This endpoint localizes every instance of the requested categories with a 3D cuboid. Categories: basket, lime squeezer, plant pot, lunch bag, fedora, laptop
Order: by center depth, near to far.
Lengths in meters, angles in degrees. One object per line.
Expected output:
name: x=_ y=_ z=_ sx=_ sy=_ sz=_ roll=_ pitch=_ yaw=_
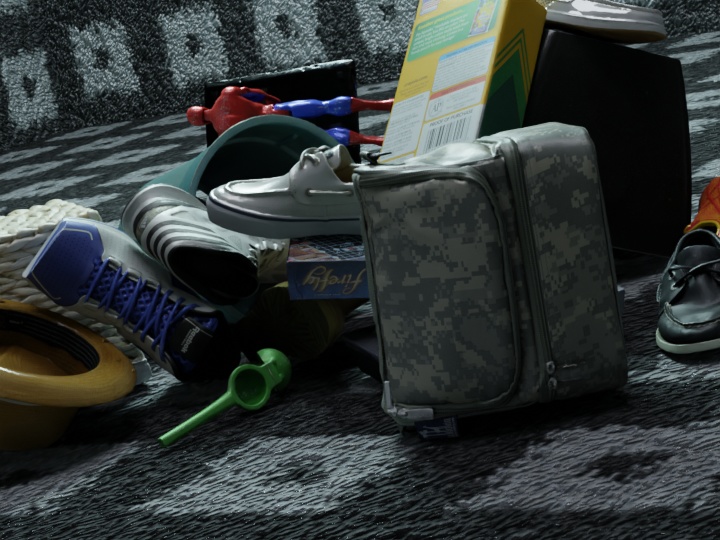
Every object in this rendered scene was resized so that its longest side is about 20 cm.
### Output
lunch bag: x=0.085 y=0.005 z=1.338 sx=0.167 sy=0.201 sz=0.139 roll=-9 pitch=8 yaw=-5
lime squeezer: x=-0.096 y=0.090 z=1.517 sx=0.070 sy=0.038 sz=0.200 roll=-9 pitch=12 yaw=19
fedora: x=-0.275 y=0.089 z=1.521 sx=0.200 sy=0.082 sz=0.201 roll=18 pitch=15 yaw=-5
basket: x=-0.313 y=0.038 z=1.702 sx=0.197 sy=0.162 sz=0.200 roll=-16 pitch=10 yaw=-17
plant pot: x=0.186 y=-0.121 z=1.741 sx=0.199 sy=0.178 sz=0.199 roll=10 pitch=4 yaw=-18
plant pot: x=-0.123 y=-0.031 z=1.806 sx=0.200 sy=0.201 sz=0.196 roll=-20 pitch=5 yaw=-35
laptop: x=-0.055 y=-0.097 z=1.938 sx=0.177 sy=0.201 sz=0.103 roll=-6 pitch=-6 yaw=27

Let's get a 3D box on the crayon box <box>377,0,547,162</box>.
crayon box: x=0.091 y=-0.167 z=1.669 sx=0.051 sy=0.201 sz=0.125 roll=31 pitch=-30 yaw=-33

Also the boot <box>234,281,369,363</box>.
boot: x=0.000 y=0.000 z=1.622 sx=0.200 sy=0.066 sz=0.175 roll=-33 pitch=8 yaw=-27

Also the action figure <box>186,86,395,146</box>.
action figure: x=-0.067 y=-0.139 z=1.853 sx=0.199 sy=0.066 sz=0.099 roll=4 pitch=-7 yaw=0

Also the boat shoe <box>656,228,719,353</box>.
boat shoe: x=0.259 y=0.011 z=1.451 sx=0.074 sy=0.066 sz=0.199 roll=-8 pitch=11 yaw=18

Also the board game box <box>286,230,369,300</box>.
board game box: x=0.044 y=-0.021 z=1.539 sx=0.199 sy=0.035 sz=0.136 roll=-1 pitch=24 yaw=2

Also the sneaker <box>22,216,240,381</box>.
sneaker: x=-0.170 y=0.030 z=1.581 sx=0.081 sy=0.199 sz=0.115 roll=-59 pitch=25 yaw=-4

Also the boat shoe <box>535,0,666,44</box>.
boat shoe: x=0.183 y=-0.246 z=1.702 sx=0.199 sy=0.070 sz=0.071 roll=16 pitch=1 yaw=32

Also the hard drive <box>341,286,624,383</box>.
hard drive: x=0.097 y=0.048 z=1.502 sx=0.199 sy=0.043 sz=0.135 roll=-16 pitch=11 yaw=-14

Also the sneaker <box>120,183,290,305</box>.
sneaker: x=-0.100 y=-0.002 z=1.613 sx=0.200 sy=0.076 sz=0.115 roll=14 pitch=27 yaw=-42

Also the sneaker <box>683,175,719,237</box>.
sneaker: x=0.307 y=-0.038 z=1.646 sx=0.077 sy=0.073 sz=0.200 roll=-19 pitch=8 yaw=5

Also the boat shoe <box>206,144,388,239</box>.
boat shoe: x=-0.025 y=-0.067 z=1.518 sx=0.199 sy=0.070 sz=0.071 roll=2 pitch=25 yaw=9
